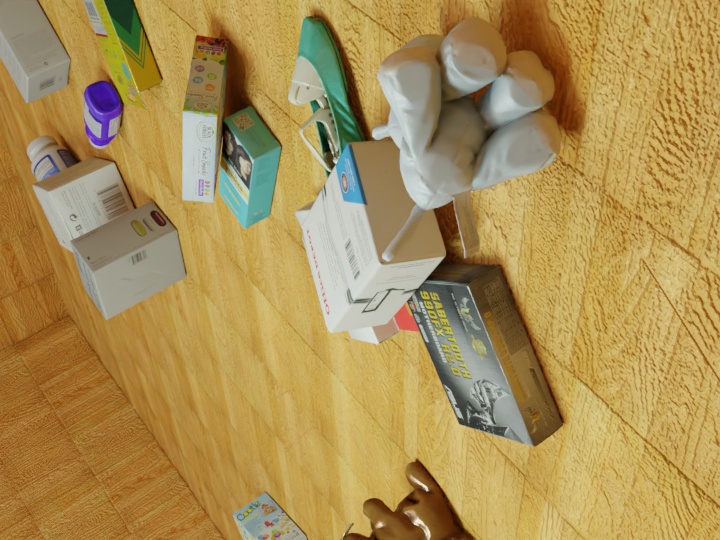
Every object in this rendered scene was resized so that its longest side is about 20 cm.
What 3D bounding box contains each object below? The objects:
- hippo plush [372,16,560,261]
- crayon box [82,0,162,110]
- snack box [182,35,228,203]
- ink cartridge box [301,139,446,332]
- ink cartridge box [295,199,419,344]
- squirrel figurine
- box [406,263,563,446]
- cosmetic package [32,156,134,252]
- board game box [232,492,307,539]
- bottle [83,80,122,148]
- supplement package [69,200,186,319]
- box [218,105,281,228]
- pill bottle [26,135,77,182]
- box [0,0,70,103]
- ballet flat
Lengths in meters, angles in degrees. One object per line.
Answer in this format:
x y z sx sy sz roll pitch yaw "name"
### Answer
0.091 -0.134 0.909 0.161 0.157 0.202 -95 2 -69 "hippo plush"
-0.407 -0.385 1.733 0.127 0.050 0.202 26 138 54 "crayon box"
-0.224 -0.213 1.441 0.201 0.052 0.144 105 168 -56 "snack box"
0.009 -0.035 1.145 0.200 0.083 0.148 126 132 -61 "ink cartridge box"
0.000 0.000 1.328 0.176 0.044 0.202 2 119 65 "ink cartridge box"
0.063 0.430 1.506 0.200 0.186 0.142 46 153 30 "squirrel figurine"
0.134 0.092 1.144 0.158 0.048 0.202 5 121 64 "box"
-0.641 -0.153 2.348 0.199 0.165 0.169 17 132 60 "cosmetic package"
-0.213 0.659 2.464 0.199 0.104 0.104 33 145 50 "board game box"
-0.531 -0.312 2.060 0.084 0.065 0.200 58 157 7 "bottle"
-0.492 -0.023 2.137 0.111 0.199 0.157 44 152 31 "supplement package"
-0.169 -0.150 1.503 0.083 0.049 0.201 53 156 17 "box"
-0.783 -0.251 2.604 0.201 0.111 0.112 53 156 20 "pill bottle"
-0.742 -0.503 2.232 0.201 0.106 0.152 60 158 1 "box"
-0.044 -0.189 1.166 0.067 0.070 0.202 17 131 59 "ballet flat"
